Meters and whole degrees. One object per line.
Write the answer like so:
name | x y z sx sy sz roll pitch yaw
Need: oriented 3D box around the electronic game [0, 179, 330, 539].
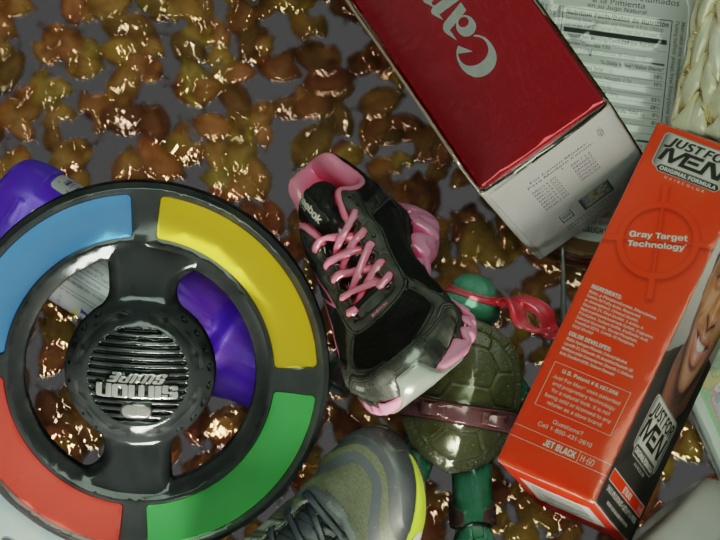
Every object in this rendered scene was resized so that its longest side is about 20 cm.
electronic game | -0.115 0.052 1.194 0.199 0.042 0.201 0 100 -1

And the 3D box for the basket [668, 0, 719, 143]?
basket | 0.256 -0.136 1.252 0.123 0.136 0.201 10 79 24

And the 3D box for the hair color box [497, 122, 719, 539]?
hair color box | 0.150 0.034 1.210 0.061 0.102 0.200 22 80 23

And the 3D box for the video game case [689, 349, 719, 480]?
video game case | 0.280 0.048 1.296 0.199 0.022 0.183 -23 83 -5

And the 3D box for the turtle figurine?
turtle figurine | 0.047 0.075 1.247 0.149 0.101 0.201 12 89 4

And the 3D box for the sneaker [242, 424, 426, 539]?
sneaker | -0.041 0.162 1.193 0.074 0.081 0.200 46 110 27

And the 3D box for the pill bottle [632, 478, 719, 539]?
pill bottle | 0.216 0.217 1.223 0.111 0.111 0.200 -42 86 -7

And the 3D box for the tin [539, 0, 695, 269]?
tin | 0.141 -0.101 1.305 0.112 0.042 0.201 8 81 -6

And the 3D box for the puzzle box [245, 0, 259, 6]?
puzzle box | -0.082 -0.268 1.309 0.133 0.025 0.200 -43 95 -8

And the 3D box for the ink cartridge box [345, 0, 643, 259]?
ink cartridge box | 0.055 -0.126 1.205 0.084 0.176 0.200 -36 69 6

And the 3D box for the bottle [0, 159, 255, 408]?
bottle | -0.115 0.014 1.253 0.200 0.084 0.065 32 87 2

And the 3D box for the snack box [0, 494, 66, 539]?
snack box | -0.211 0.201 1.236 0.142 0.053 0.201 13 81 -2

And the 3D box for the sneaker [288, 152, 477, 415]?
sneaker | 0.000 0.000 1.201 0.079 0.200 0.095 -37 116 9
